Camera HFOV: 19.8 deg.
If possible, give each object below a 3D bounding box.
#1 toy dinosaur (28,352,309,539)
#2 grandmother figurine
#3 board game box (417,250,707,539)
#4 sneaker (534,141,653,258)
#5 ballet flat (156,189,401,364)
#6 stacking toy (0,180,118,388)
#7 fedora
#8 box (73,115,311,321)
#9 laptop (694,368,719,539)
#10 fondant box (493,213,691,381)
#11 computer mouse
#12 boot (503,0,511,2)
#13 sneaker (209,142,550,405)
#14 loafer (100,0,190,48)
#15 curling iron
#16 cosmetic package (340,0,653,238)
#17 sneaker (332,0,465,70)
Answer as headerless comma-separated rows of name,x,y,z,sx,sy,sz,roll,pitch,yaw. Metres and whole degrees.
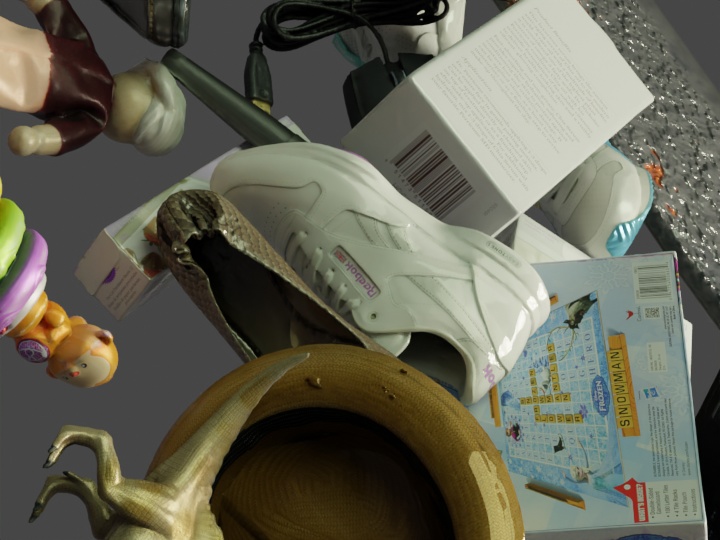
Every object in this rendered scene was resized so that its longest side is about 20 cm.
toy dinosaur,-0.103,0.116,0.964,0.100,0.058,0.201,24,67,0
grandmother figurine,-0.182,-0.111,1.148,0.199,0.060,0.123,18,62,-36
board game box,0.081,0.078,1.120,0.197,0.041,0.201,-4,43,7
sneaker,0.132,-0.068,1.375,0.080,0.077,0.200,22,21,-24
ballet flat,-0.035,0.035,1.064,0.200,0.067,0.046,48,5,9
stacking toy,-0.195,-0.005,1.006,0.200,0.116,0.110,44,30,-24
fedora,-0.012,0.138,1.003,0.202,0.199,0.082,61,0,22
box,-0.087,-0.032,1.170,0.039,0.041,0.200,46,37,4
laptop,0.213,0.112,1.152,0.102,0.178,0.200,12,23,-31
fondant box,0.129,0.077,1.254,0.144,0.058,0.201,32,39,-15
computer mouse,0.001,-0.095,1.276,0.139,0.046,0.202,-7,68,-6
boot,0.007,-0.209,1.311,0.185,0.065,0.200,-18,33,-24
sneaker,0.000,0.000,1.108,0.199,0.075,0.100,27,59,10
loafer,-0.144,-0.182,1.220,0.072,0.073,0.200,-1,25,-18
curling iron,-0.034,-0.065,1.201,0.199,0.026,0.050,33,15,-5
cosmetic package,0.085,-0.090,1.228,0.102,0.071,0.200,51,39,1
sneaker,0.023,-0.138,1.371,0.087,0.076,0.202,5,56,2
